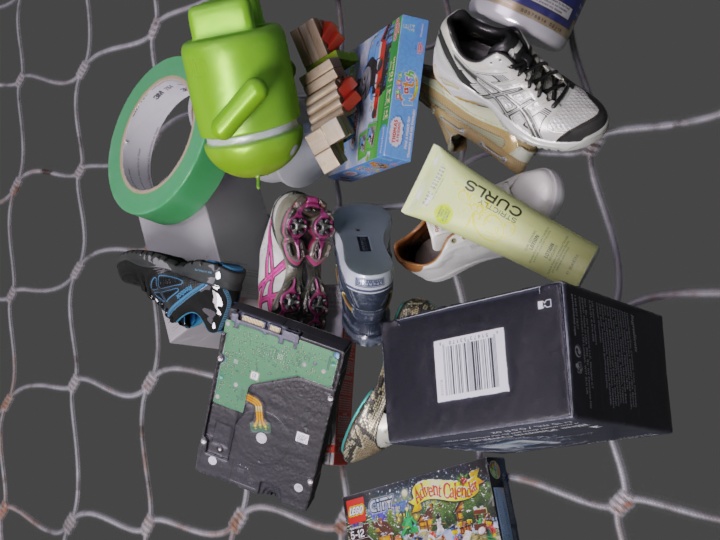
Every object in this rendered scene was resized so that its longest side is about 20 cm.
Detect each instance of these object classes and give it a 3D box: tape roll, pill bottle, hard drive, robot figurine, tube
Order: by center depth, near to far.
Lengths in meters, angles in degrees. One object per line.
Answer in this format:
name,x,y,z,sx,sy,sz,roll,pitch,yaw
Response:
tube,0.141,-0.046,1.098,0.198,0.052,0.058,31,58,13
pill bottle,0.199,-0.338,1.120,0.111,0.110,0.202,32,102,39
hard drive,-0.096,0.148,1.188,0.138,0.038,0.203,17,112,10
robot figurine,-0.127,-0.193,1.190,0.114,0.176,0.203,-9,107,8
tape roll,-0.232,-0.159,1.340,0.199,0.048,0.204,-17,64,40
pill bottle,-0.122,-0.176,1.352,0.199,0.110,0.112,36,104,45

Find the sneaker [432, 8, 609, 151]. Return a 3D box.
sneaker,0.157,-0.191,1.091,0.198,0.088,0.076,28,64,17

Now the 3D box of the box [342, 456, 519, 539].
box,0.074,0.287,1.153,0.198,0.037,0.139,-24,67,35

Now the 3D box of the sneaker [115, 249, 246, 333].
sneaker,-0.219,0.023,1.274,0.198,0.073,0.083,8,89,41

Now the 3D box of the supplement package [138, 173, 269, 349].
supplement package,-0.183,-0.019,1.378,0.121,0.119,0.202,-34,62,31

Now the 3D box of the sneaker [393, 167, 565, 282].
sneaker,0.120,-0.047,1.149,0.199,0.084,0.074,-33,60,30

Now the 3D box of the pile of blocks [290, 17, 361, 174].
pile of blocks,-0.022,-0.201,1.223,0.062,0.082,0.203,-26,58,30

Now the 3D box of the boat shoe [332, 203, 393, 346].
boat shoe,0.000,0.000,1.222,0.201,0.070,0.092,-93,5,-62

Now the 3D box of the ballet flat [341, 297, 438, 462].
ballet flat,0.044,0.131,1.195,0.075,0.068,0.202,26,95,31

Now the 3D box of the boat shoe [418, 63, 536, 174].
boat shoe,0.109,-0.166,1.196,0.199,0.071,0.077,37,117,39

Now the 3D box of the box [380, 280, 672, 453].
box,0.155,0.099,1.013,0.195,0.199,0.119,-15,71,38

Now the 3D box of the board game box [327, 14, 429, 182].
board game box,0.016,-0.187,1.236,0.200,0.036,0.154,172,106,-72

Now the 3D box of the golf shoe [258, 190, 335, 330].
golf shoe,-0.079,0.013,1.227,0.092,0.072,0.203,21,102,60

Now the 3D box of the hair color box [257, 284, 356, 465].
hair color box,-0.066,0.119,1.266,0.109,0.064,0.203,1,80,16
